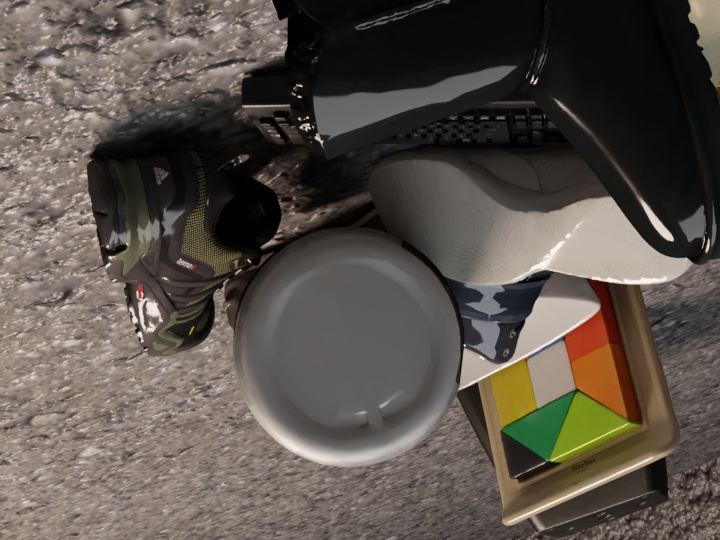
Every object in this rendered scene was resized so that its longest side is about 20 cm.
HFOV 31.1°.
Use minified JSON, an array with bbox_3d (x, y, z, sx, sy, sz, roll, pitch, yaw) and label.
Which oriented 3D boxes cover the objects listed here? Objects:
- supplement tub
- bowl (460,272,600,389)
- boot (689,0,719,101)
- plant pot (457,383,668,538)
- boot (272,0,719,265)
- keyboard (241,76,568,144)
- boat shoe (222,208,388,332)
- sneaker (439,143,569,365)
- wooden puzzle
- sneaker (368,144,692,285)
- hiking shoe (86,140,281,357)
[{"bbox_3d":[-0.013,0.039,0.742,0.121,0.124,0.200,-16,-179,-6],"label":"supplement tub"},{"bbox_3d":[0.061,0.032,0.995,0.198,0.076,0.199,3,153,-45],"label":"bowl"},{"bbox_3d":[0.200,-0.132,0.666,0.153,0.073,0.199,-22,156,25],"label":"boot"},{"bbox_3d":[0.236,0.184,1.408,0.198,0.180,0.199,-21,160,12],"label":"plant pot"},{"bbox_3d":[0.055,-0.077,0.541,0.166,0.202,0.076,-19,-167,0],"label":"boot"},{"bbox_3d":[0.039,-0.084,0.643,0.197,0.021,0.127,0,163,9],"label":"keyboard"},{"bbox_3d":[0.000,0.000,0.877,0.198,0.058,0.067,-22,160,11],"label":"boat shoe"},{"bbox_3d":[0.126,-0.017,0.829,0.200,0.077,0.148,-1,121,-22],"label":"sneaker"},{"bbox_3d":[0.161,0.084,1.048,0.037,0.202,0.184,17,143,-35],"label":"wooden puzzle"},{"bbox_3d":[0.101,-0.040,0.705,0.198,0.076,0.088,10,-144,33],"label":"sneaker"},{"bbox_3d":[-0.091,-0.008,0.748,0.099,0.077,0.200,-13,160,-3],"label":"hiking shoe"}]
